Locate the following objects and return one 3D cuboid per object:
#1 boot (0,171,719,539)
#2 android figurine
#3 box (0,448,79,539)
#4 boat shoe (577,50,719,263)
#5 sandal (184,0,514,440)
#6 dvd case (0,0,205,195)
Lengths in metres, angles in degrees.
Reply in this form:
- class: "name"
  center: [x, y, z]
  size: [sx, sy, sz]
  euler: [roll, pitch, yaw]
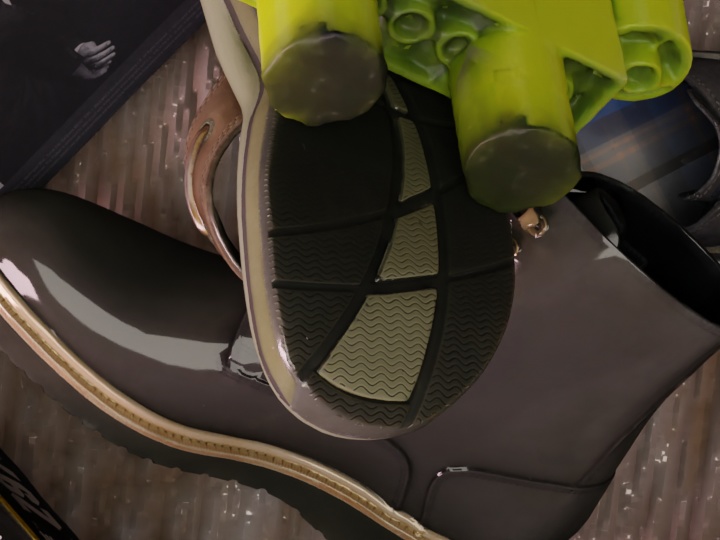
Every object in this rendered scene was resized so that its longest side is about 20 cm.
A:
- class: "boot"
  center: [0.000, 0.000, 0.752]
  size: [0.200, 0.078, 0.138]
  euler: [27, 125, -17]
- class: "android figurine"
  center: [0.010, -0.108, 0.720]
  size: [0.182, 0.200, 0.041]
  euler: [24, 131, -26]
- class: "box"
  center: [-0.158, 0.108, 0.742]
  size: [0.160, 0.049, 0.200]
  euler: [-47, 59, 1]
- class: "boat shoe"
  center: [0.094, -0.036, 0.783]
  size: [0.199, 0.066, 0.070]
  euler: [7, 96, -3]
- class: "sandal"
  center: [-0.013, -0.030, 0.702]
  size: [0.080, 0.201, 0.057]
  euler: [20, 127, -30]
- class: "dvd case"
  center: [-0.117, -0.094, 0.713]
  size: [0.150, 0.200, 0.025]
  euler: [-45, 53, -3]
